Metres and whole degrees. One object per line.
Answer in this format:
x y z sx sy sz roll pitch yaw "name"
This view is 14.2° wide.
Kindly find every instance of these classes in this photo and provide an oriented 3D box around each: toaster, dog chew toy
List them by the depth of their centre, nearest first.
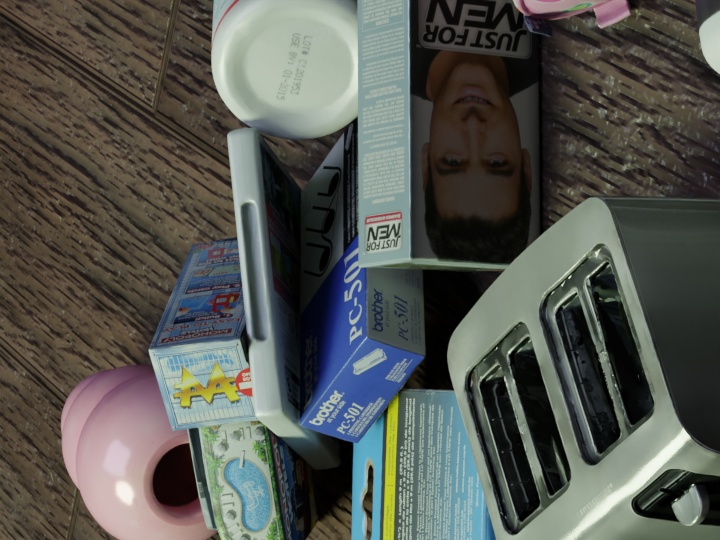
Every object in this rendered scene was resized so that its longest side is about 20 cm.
0.152 0.063 1.555 0.181 0.118 0.201 -45 51 46 "toaster"
-0.155 0.122 2.046 0.200 0.124 0.125 -153 69 -64 "dog chew toy"

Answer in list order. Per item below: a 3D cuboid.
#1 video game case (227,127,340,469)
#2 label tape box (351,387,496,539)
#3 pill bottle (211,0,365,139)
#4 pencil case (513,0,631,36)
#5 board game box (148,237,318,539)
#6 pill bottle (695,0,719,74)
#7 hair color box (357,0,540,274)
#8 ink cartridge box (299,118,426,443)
-0.048 0.022 1.852 0.200 0.023 0.183 53 -150 -73 "video game case"
0.061 0.144 1.739 0.200 0.063 0.145 179 93 -68 "label tape box"
-0.040 -0.178 1.846 0.200 0.108 0.109 -93 24 -56 "pill bottle"
0.106 -0.239 1.689 0.087 0.087 0.201 -48 50 45 "pencil case"
-0.082 0.086 1.844 0.200 0.061 0.201 -34 -64 -81 "board game box"
0.222 -0.160 1.467 0.111 0.111 0.201 -25 67 54 "pill bottle"
0.053 -0.101 1.743 0.061 0.099 0.201 -6 82 56 "hair color box"
0.000 0.000 1.814 0.094 0.044 0.201 -54 27 40 "ink cartridge box"
